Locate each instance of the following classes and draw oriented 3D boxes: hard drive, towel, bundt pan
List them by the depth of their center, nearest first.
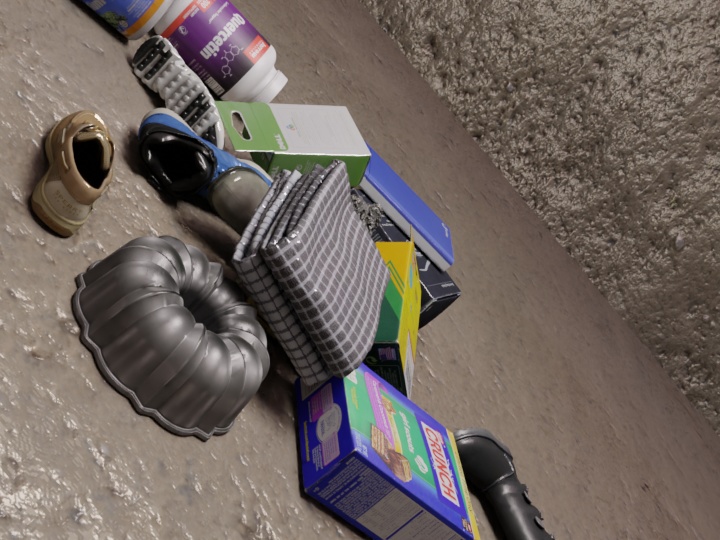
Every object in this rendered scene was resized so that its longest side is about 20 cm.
[{"bbox_3d":[-0.159,0.049,0.879,0.202,0.076,0.203,45,19,-20],"label":"bundt pan"},{"bbox_3d":[-0.040,-0.006,1.005,0.167,0.085,0.201,58,29,-24],"label":"towel"},{"bbox_3d":[0.061,-0.099,1.419,0.200,0.025,0.132,44,19,-17],"label":"hard drive"}]

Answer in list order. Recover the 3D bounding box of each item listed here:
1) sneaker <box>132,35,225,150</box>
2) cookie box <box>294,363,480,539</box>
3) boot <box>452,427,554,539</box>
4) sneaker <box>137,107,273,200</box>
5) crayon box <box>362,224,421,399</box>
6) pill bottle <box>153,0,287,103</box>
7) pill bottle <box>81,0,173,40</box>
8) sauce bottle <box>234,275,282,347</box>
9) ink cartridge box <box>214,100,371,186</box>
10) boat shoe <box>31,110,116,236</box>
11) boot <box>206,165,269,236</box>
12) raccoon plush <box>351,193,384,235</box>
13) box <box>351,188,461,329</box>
[{"bbox_3d":[-0.222,-0.218,1.255,0.201,0.075,0.081,59,12,24],"label":"sneaker"},{"bbox_3d":[0.027,0.201,1.020,0.200,0.075,0.172,41,20,-28],"label":"cookie box"},{"bbox_3d":[0.183,0.308,1.214,0.164,0.065,0.202,26,34,-47],"label":"boot"},{"bbox_3d":[-0.175,-0.106,1.125,0.199,0.077,0.112,38,16,-21],"label":"sneaker"},{"bbox_3d":[0.040,0.056,1.191,0.201,0.050,0.128,-79,164,-45],"label":"crayon box"},{"bbox_3d":[-0.204,-0.331,1.434,0.200,0.112,0.113,44,19,-17],"label":"pill bottle"},{"bbox_3d":[-0.344,-0.408,1.258,0.199,0.112,0.113,38,22,-31],"label":"pill bottle"},{"bbox_3d":[-0.061,0.071,1.084,0.200,0.065,0.065,48,18,-13],"label":"sauce bottle"},{"bbox_3d":[-0.096,-0.168,1.281,0.198,0.060,0.105,-2,49,-29],"label":"ink cartridge box"},{"bbox_3d":[-0.267,-0.109,0.942,0.071,0.064,0.201,39,22,-30],"label":"boat shoe"},{"bbox_3d":[-0.089,-0.032,1.112,0.131,0.068,0.200,44,-4,36],"label":"boot"},{"bbox_3d":[0.000,0.000,1.244,0.201,0.134,0.097,54,18,11],"label":"raccoon plush"},{"bbox_3d":[0.035,-0.009,1.392,0.201,0.104,0.148,55,19,12],"label":"box"}]
